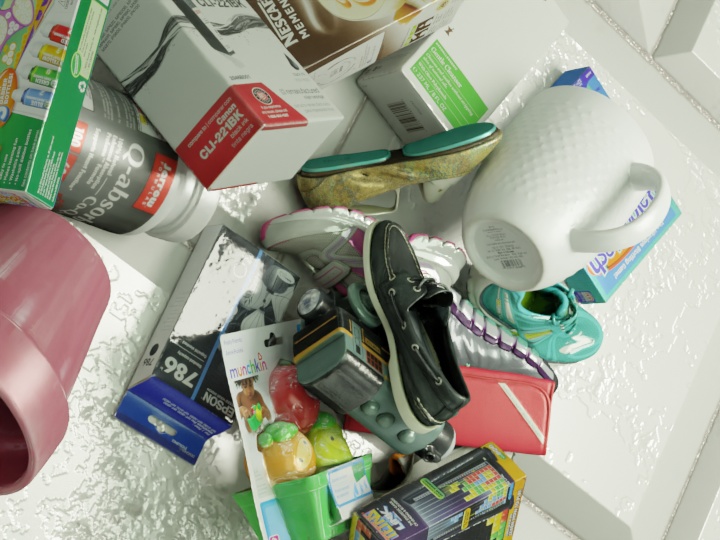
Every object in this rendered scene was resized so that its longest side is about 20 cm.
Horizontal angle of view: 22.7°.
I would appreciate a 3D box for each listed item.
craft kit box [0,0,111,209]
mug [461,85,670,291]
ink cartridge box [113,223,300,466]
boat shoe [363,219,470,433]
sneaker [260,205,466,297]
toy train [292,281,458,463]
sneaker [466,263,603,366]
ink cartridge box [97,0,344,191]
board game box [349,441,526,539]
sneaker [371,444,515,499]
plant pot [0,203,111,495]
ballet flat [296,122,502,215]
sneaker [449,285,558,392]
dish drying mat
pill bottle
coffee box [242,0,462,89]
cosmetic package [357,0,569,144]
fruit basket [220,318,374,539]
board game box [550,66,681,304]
[{"bbox_3d":[-0.307,-0.157,1.429,0.048,0.197,0.201,34,66,-57],"label":"craft kit box"},{"bbox_3d":[0.198,-0.065,1.698,0.175,0.199,0.148,-49,132,-37],"label":"mug"},{"bbox_3d":[-0.137,0.068,1.623,0.099,0.039,0.201,34,70,-29],"label":"ink cartridge box"},{"bbox_3d":[0.055,0.040,1.590,0.074,0.066,0.200,21,53,-48],"label":"boat shoe"},{"bbox_3d":[0.000,0.000,1.673,0.199,0.081,0.089,15,74,-12],"label":"sneaker"},{"bbox_3d":[0.015,0.097,1.627,0.200,0.085,0.114,41,29,-33],"label":"toy train"},{"bbox_3d":[0.189,0.046,1.816,0.200,0.079,0.078,28,70,-43],"label":"sneaker"},{"bbox_3d":[-0.131,-0.173,1.535,0.200,0.084,0.144,49,26,13],"label":"ink cartridge box"},{"bbox_3d":[0.063,0.273,1.665,0.165,0.057,0.201,-25,140,-31],"label":"board game box"},{"bbox_3d":[0.077,0.193,1.743,0.200,0.074,0.080,-36,102,-30],"label":"sneaker"},{"bbox_3d":[-0.298,0.049,1.434,0.200,0.199,0.179,51,46,-21],"label":"plant pot"},{"bbox_3d":[0.041,-0.089,1.693,0.199,0.071,0.071,-12,95,5],"label":"ballet flat"},{"bbox_3d":[0.102,0.085,1.776,0.200,0.074,0.088,37,77,-15],"label":"sneaker"},{"bbox_3d":[0.086,0.129,1.728,0.199,0.018,0.077,8,88,-6],"label":"dish drying mat"},{"bbox_3d":[-0.218,-0.096,1.517,0.200,0.115,0.117,21,75,-45],"label":"pill bottle"},{"bbox_3d":[-0.017,-0.249,1.656,0.199,0.080,0.115,-30,80,-19],"label":"coffee box"},{"bbox_3d":[0.103,-0.217,1.778,0.108,0.085,0.200,50,64,-20],"label":"cosmetic package"},{"bbox_3d":[-0.054,0.145,1.613,0.185,0.093,0.201,-7,89,-65],"label":"fruit basket"},{"bbox_3d":[0.237,-0.089,1.885,0.152,0.045,0.200,-47,112,-27],"label":"board game box"}]
